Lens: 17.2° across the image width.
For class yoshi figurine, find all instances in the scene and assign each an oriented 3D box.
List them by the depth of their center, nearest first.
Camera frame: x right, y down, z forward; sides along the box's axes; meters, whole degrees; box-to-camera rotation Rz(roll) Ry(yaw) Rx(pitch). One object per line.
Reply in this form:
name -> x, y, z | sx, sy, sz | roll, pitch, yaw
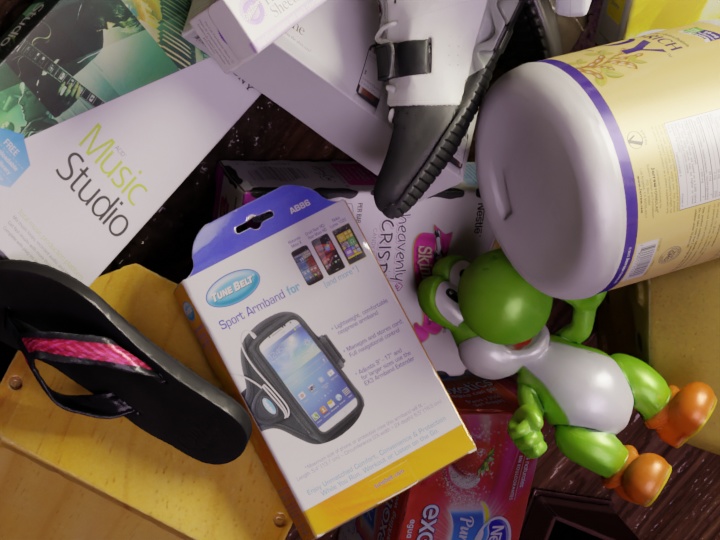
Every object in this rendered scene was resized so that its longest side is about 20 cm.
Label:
yoshi figurine -> 0.127, 0.056, 1.509 | 0.199, 0.112, 0.112 | 36, 118, 0

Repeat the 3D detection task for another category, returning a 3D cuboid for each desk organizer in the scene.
desk organizer -> 0.137, 0.270, 1.739 | 0.071, 0.077, 0.201 | 11, 109, -26

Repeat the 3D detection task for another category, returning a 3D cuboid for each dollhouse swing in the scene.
dollhouse swing -> -0.142, 0.125, 1.537 | 0.199, 0.176, 0.183 | 27, 69, -3

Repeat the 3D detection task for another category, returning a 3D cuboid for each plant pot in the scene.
plant pot -> 0.268, 0.016, 1.614 | 0.198, 0.196, 0.196 | -8, 117, -9

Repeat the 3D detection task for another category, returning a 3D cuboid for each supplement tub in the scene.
supplement tub -> 0.186, -0.073, 1.460 | 0.199, 0.145, 0.146 | -16, 120, -26

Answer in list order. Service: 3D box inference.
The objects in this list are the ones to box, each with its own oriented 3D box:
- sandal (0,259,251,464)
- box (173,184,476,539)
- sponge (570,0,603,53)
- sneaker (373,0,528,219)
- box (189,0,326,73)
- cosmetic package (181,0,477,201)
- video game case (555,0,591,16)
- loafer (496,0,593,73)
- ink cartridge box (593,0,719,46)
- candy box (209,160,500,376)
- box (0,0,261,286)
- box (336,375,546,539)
sandal -> -0.156, 0.060, 1.419 | 0.199, 0.045, 0.075 | 33, 137, -4
box -> -0.028, 0.051, 1.465 | 0.119, 0.041, 0.201 | -26, 84, -17
sponge -> 0.204, -0.192, 1.573 | 0.200, 0.030, 0.112 | -42, 122, 1
sneaker -> 0.039, -0.132, 1.435 | 0.088, 0.074, 0.201 | 24, 89, 5
box -> -0.020, -0.185, 1.416 | 0.200, 0.039, 0.042 | -41, 100, -38
cosmetic package -> -0.013, -0.132, 1.473 | 0.199, 0.083, 0.050 | 34, 142, -29
video game case -> 0.141, -0.271, 1.422 | 0.022, 0.200, 0.184 | 5, 117, 10
loafer -> 0.094, -0.222, 1.492 | 0.071, 0.073, 0.201 | -33, 117, -41
ink cartridge box -> 0.257, -0.234, 1.515 | 0.196, 0.047, 0.201 | -7, 126, -26
candy box -> 0.000, 0.000, 1.563 | 0.199, 0.061, 0.137 | -2, 114, -22
box -> -0.164, -0.093, 1.436 | 0.200, 0.036, 0.144 | -50, 124, -14
box -> 0.050, 0.164, 1.639 | 0.095, 0.100, 0.201 | 1, 113, -23
